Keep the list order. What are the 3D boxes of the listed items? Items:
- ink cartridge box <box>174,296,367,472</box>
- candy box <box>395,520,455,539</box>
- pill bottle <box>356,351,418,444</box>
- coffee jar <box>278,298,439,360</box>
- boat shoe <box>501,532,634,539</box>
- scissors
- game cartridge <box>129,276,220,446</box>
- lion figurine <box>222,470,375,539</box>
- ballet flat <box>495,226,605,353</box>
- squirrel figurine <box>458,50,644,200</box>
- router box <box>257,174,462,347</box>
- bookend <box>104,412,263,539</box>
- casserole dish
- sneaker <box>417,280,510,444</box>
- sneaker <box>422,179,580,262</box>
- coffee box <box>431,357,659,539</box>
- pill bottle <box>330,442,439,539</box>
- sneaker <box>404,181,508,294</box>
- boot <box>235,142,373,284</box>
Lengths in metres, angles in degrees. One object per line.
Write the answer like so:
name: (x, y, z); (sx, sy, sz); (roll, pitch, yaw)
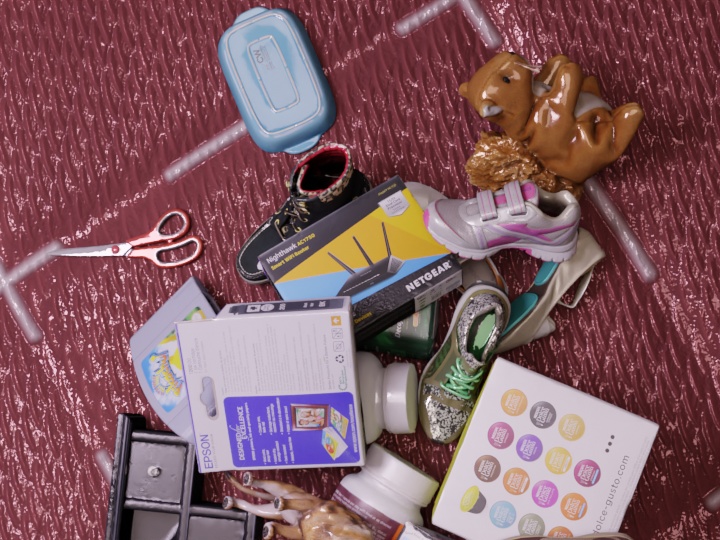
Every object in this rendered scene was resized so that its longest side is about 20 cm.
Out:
ink cartridge box: (-0.099, 0.132, 1.512); (0.198, 0.043, 0.200); (-4, 113, 4)
candy box: (0.056, 0.406, 1.565); (0.061, 0.136, 0.201); (27, 86, 35)
pill bottle: (-0.033, 0.154, 1.603); (0.198, 0.112, 0.114); (-1, 84, 13)
coffee jar: (-0.003, 0.050, 1.637); (0.198, 0.085, 0.105); (4, 82, 5)
boat shoe: (0.199, 0.317, 1.401); (0.198, 0.072, 0.073); (-7, 86, 5)
scissors: (-0.300, -0.021, 1.703); (0.198, 0.014, 0.074); (-18, 85, 1)
game cartridge: (-0.206, 0.113, 1.615); (0.133, 0.040, 0.200); (-47, 48, 9)
lion figurine: (-0.071, 0.278, 1.538); (0.122, 0.200, 0.073); (14, 100, -32)
ballet flat: (0.229, 0.038, 1.636); (0.069, 0.069, 0.200); (38, 87, 7)
squirrel figurine: (0.202, -0.167, 1.601); (0.185, 0.142, 0.201); (15, 115, -25)
router box: (0.000, 0.000, 1.579); (0.199, 0.051, 0.150); (-31, 68, -9)
bookend: (-0.201, 0.284, 1.624); (0.198, 0.092, 0.201); (6, 84, 4)
casserole dish: (-0.109, -0.247, 1.701); (0.120, 0.039, 0.202); (-23, 82, 1)
sneaker: (0.120, 0.111, 1.563); (0.076, 0.089, 0.202); (19, 95, -2)
sneaker: (0.172, -0.069, 1.570); (0.198, 0.089, 0.082); (1, 44, -16)
coffee box: (0.207, 0.232, 1.544); (0.196, 0.200, 0.201); (23, 87, 7)
pill bottle: (0.005, 0.317, 1.594); (0.114, 0.114, 0.201); (30, 88, 7)
sneaker: (0.112, -0.036, 1.639); (0.073, 0.085, 0.200); (-42, 81, 1)
boot: (-0.080, -0.071, 1.618); (0.203, 0.154, 0.074); (-36, 74, -2)
